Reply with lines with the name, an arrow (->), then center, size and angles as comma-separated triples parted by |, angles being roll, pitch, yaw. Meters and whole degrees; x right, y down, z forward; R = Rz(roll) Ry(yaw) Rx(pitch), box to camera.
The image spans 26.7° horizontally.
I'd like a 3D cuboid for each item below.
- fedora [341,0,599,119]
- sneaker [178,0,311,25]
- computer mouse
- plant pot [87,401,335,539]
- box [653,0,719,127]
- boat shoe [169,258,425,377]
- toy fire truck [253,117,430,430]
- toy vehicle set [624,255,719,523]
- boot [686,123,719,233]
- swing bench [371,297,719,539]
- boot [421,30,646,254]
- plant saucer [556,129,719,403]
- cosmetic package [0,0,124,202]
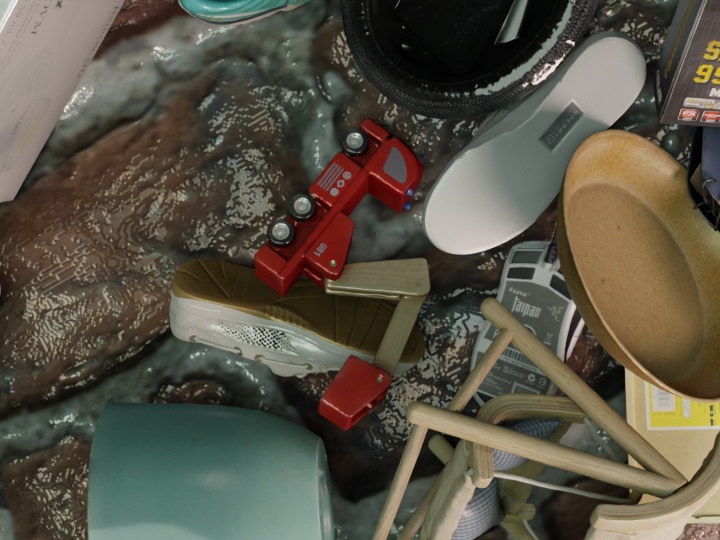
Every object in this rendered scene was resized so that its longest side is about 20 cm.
fedora -> 0.088, -0.200, 1.087 | 0.200, 0.092, 0.201 | -1, 86, 20
sneaker -> -0.043, -0.232, 1.127 | 0.200, 0.080, 0.078 | -22, 91, 13
computer mouse -> 0.135, 0.016, 1.135 | 0.109, 0.044, 0.200 | 21, 101, 19
plant pot -> -0.102, 0.194, 1.138 | 0.161, 0.201, 0.201 | -4, 96, 3
box -> 0.310, -0.159, 1.001 | 0.199, 0.159, 0.048 | 3, 55, -5
boat shoe -> -0.051, 0.049, 1.174 | 0.200, 0.071, 0.069 | 16, 126, 2
toy fire truck -> 0.000, 0.000, 1.118 | 0.141, 0.049, 0.200 | 36, 75, 8
toy vehicle set -> 0.259, 0.088, 1.125 | 0.124, 0.027, 0.201 | -1, 96, 13
boot -> 0.263, -0.029, 1.058 | 0.097, 0.075, 0.200 | 18, 67, 5
swing bench -> 0.126, 0.159, 1.057 | 0.200, 0.130, 0.199 | 30, 141, 12
boot -> 0.116, -0.091, 1.086 | 0.200, 0.096, 0.074 | -42, 103, -3
plant saucer -> 0.195, 0.001, 1.034 | 0.035, 0.200, 0.200 | -31, 89, 41
cosmetic package -> -0.299, -0.156, 1.130 | 0.123, 0.200, 0.200 | 33, 103, 4
